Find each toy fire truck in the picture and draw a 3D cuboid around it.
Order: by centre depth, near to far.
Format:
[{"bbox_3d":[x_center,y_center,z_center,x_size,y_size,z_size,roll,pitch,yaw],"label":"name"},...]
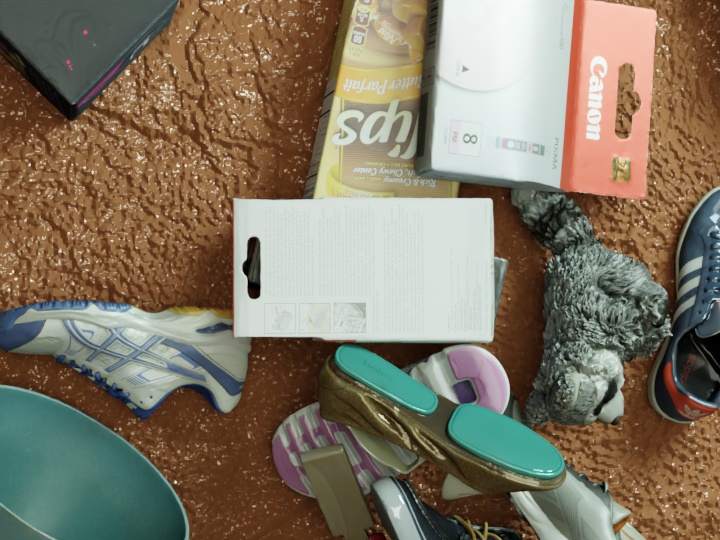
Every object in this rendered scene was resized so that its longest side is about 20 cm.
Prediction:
[{"bbox_3d":[-0.042,0.245,1.381,0.175,0.129,0.201,-11,80,-10],"label":"toy fire truck"}]

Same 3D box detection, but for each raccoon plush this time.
[{"bbox_3d":[0.148,0.035,1.432,0.134,0.097,0.200,-32,64,-27],"label":"raccoon plush"}]

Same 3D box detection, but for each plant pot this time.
[{"bbox_3d":[-0.245,0.198,1.321,0.199,0.200,0.135,32,106,-7],"label":"plant pot"}]

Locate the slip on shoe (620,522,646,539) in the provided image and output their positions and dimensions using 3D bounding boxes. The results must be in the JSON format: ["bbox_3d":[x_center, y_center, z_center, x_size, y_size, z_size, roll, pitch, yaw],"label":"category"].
[{"bbox_3d":[0.239,0.267,1.453,0.200,0.074,0.061,43,89,-1],"label":"slip on shoe"}]

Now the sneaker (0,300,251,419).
[{"bbox_3d":[-0.182,0.069,1.383,0.199,0.075,0.089,3,87,-9],"label":"sneaker"}]

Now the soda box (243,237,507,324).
[{"bbox_3d":[0.011,0.002,1.428,0.199,0.063,0.071,13,84,-9],"label":"soda box"}]

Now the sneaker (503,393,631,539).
[{"bbox_3d":[0.161,0.179,1.414,0.079,0.074,0.201,-31,68,6],"label":"sneaker"}]

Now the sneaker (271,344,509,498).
[{"bbox_3d":[0.027,0.116,1.421,0.199,0.088,0.081,-24,94,12],"label":"sneaker"}]

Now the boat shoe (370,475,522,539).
[{"bbox_3d":[0.081,0.216,1.397,0.091,0.071,0.201,-31,122,-4],"label":"boat shoe"}]

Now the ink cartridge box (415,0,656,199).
[{"bbox_3d":[0.146,-0.146,1.422,0.199,0.057,0.164,5,86,-12],"label":"ink cartridge box"}]

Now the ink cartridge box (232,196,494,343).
[{"bbox_3d":[0.000,0.000,1.369,0.199,0.050,0.110,0,87,-9],"label":"ink cartridge box"}]

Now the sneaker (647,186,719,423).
[{"bbox_3d":[0.292,0.027,1.466,0.074,0.084,0.201,14,84,-9],"label":"sneaker"}]

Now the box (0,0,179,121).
[{"bbox_3d":[-0.249,-0.229,1.372,0.200,0.106,0.122,44,81,-6],"label":"box"}]

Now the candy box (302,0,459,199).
[{"bbox_3d":[0.030,-0.133,1.442,0.115,0.055,0.201,13,84,-11],"label":"candy box"}]

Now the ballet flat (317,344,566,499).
[{"bbox_3d":[0.054,0.127,1.345,0.199,0.068,0.073,25,121,7],"label":"ballet flat"}]
